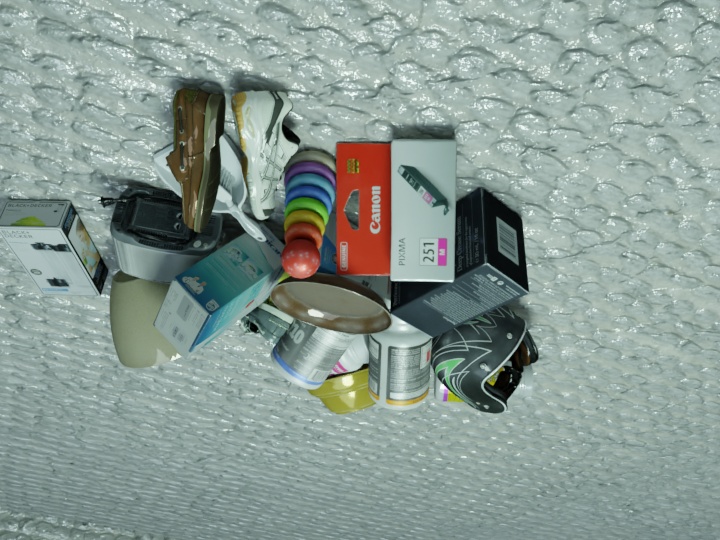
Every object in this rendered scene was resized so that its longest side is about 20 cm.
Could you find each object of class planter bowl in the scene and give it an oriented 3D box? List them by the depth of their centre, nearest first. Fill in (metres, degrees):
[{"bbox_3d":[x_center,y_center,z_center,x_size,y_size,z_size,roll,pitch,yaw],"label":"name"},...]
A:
[{"bbox_3d":[-0.018,0.246,1.436,0.199,0.084,0.200,-16,178,-1],"label":"planter bowl"}]

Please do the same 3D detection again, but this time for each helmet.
[{"bbox_3d":[0.222,0.148,1.278,0.199,0.200,0.191,-16,125,25],"label":"helmet"}]

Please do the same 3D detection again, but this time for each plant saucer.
[{"bbox_3d":[-0.044,0.050,1.099,0.199,0.032,0.200,12,155,5],"label":"plant saucer"}]

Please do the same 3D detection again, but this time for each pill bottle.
[{"bbox_3d":[-0.066,0.104,1.249,0.113,0.114,0.200,27,106,-28],"label":"pill bottle"},{"bbox_3d":[0.072,0.141,1.252,0.116,0.116,0.201,3,115,2],"label":"pill bottle"},{"bbox_3d":[-0.059,0.151,1.372,0.199,0.114,0.113,-18,139,27],"label":"pill bottle"},{"bbox_3d":[0.255,0.224,1.450,0.199,0.105,0.104,1,144,3],"label":"pill bottle"}]

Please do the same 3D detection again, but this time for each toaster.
[{"bbox_3d":[-0.321,-0.051,1.123,0.199,0.114,0.129,9,146,-10],"label":"toaster"}]

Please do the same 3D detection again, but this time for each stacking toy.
[{"bbox_3d":[-0.077,-0.074,0.992,0.085,0.201,0.086,3,145,2],"label":"stacking toy"}]

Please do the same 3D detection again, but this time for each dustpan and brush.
[{"bbox_3d":[-0.208,-0.118,1.063,0.139,0.057,0.200,-20,138,29],"label":"dustpan and brush"}]

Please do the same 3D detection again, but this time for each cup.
[{"bbox_3d":[-0.363,0.057,1.235,0.199,0.201,0.144,-9,116,17],"label":"cup"}]

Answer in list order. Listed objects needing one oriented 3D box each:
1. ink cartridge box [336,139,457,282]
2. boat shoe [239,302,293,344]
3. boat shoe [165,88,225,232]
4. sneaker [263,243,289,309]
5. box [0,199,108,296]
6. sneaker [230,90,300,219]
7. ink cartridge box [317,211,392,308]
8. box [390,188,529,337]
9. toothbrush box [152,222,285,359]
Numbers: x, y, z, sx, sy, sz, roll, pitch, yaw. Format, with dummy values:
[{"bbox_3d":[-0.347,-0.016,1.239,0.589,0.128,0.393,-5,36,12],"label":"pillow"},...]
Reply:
[{"bbox_3d":[0.049,-0.086,0.993,0.173,0.201,0.044,1,-172,4],"label":"ink cartridge box"},{"bbox_3d":[-0.201,0.087,1.278,0.200,0.062,0.073,13,165,48],"label":"boat shoe"},{"bbox_3d":[-0.234,-0.154,0.970,0.068,0.072,0.201,12,110,-1],"label":"boat shoe"},{"bbox_3d":[-0.142,0.015,1.228,0.076,0.076,0.200,9,142,-8],"label":"sneaker"},{"bbox_3d":[-0.532,-0.035,1.209,0.116,0.060,0.200,2,144,2],"label":"box"},{"bbox_3d":[-0.124,-0.157,0.971,0.087,0.076,0.201,-13,136,-14],"label":"sneaker"},{"bbox_3d":[0.000,0.000,1.157,0.199,0.116,0.068,28,139,-28],"label":"ink cartridge box"},{"bbox_3d":[0.153,-0.007,1.106,0.107,0.149,0.200,30,136,-31],"label":"box"},{"bbox_3d":[-0.220,0.031,1.122,0.085,0.200,0.147,44,136,5],"label":"toothbrush box"}]
